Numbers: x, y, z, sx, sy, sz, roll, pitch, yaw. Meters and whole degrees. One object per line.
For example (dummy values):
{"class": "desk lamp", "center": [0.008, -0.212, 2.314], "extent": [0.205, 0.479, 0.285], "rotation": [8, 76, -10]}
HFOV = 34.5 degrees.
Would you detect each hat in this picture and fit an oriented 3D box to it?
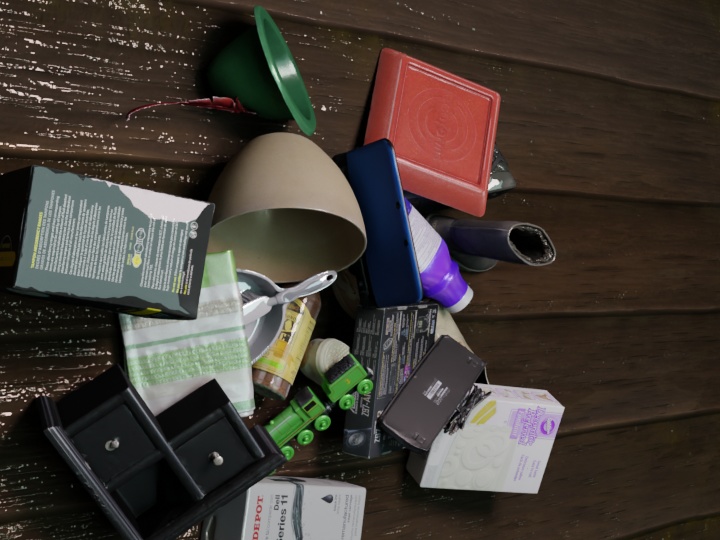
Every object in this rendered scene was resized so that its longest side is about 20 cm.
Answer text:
{"class": "hat", "center": [-0.172, -0.220, 1.427], "extent": [0.200, 0.176, 0.166], "rotation": [55, 16, -54]}

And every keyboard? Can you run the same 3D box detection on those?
{"class": "keyboard", "center": [0.104, 0.179, 1.567], "extent": [0.104, 0.040, 0.200], "rotation": [37, 48, 6]}

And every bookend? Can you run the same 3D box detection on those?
{"class": "bookend", "center": [-0.220, 0.181, 1.296], "extent": [0.200, 0.092, 0.199], "rotation": [-33, 115, -10]}

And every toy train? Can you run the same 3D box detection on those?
{"class": "toy train", "center": [-0.069, 0.182, 1.468], "extent": [0.200, 0.042, 0.056], "rotation": [-40, 126, -2]}

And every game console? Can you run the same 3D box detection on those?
{"class": "game console", "center": [0.045, -0.059, 1.454], "extent": [0.171, 0.118, 0.201], "rotation": [-13, 92, -61]}

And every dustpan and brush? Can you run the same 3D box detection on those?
{"class": "dustpan and brush", "center": [-0.123, 0.042, 1.423], "extent": [0.200, 0.057, 0.140], "rotation": [-27, 110, -24]}

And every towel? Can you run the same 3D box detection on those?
{"class": "towel", "center": [-0.208, 0.083, 1.366], "extent": [0.149, 0.031, 0.201], "rotation": [-8, 95, -16]}

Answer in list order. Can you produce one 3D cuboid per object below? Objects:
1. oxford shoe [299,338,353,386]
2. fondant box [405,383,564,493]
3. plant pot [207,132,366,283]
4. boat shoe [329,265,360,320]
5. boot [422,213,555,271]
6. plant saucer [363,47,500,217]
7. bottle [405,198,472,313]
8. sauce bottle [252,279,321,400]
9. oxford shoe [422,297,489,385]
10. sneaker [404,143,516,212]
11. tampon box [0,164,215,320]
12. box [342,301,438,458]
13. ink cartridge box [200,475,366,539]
{"class": "oxford shoe", "center": [-0.021, 0.141, 1.560], "extent": [0.200, 0.058, 0.075], "rotation": [42, 57, -52]}
{"class": "fondant box", "center": [0.180, 0.241, 1.674], "extent": [0.199, 0.058, 0.145], "rotation": [7, 107, -25]}
{"class": "plant pot", "center": [-0.096, -0.086, 1.408], "extent": [0.200, 0.200, 0.135], "rotation": [21, 55, -41]}
{"class": "boat shoe", "center": [0.000, 0.000, 1.561], "extent": [0.074, 0.069, 0.200], "rotation": [-49, 122, -31]}
{"class": "boot", "center": [0.199, -0.036, 1.655], "extent": [0.182, 0.200, 0.073], "rotation": [15, 80, -42]}
{"class": "plant saucer", "center": [0.109, -0.198, 1.617], "extent": [0.200, 0.037, 0.200], "rotation": [19, 69, -22]}
{"class": "bottle", "center": [0.080, -0.022, 1.620], "extent": [0.200, 0.065, 0.084], "rotation": [45, 59, -24]}
{"class": "sauce bottle", "center": [-0.090, 0.063, 1.486], "extent": [0.065, 0.065, 0.200], "rotation": [33, 67, -38]}
{"class": "oxford shoe", "center": [0.145, 0.123, 1.695], "extent": [0.071, 0.074, 0.200], "rotation": [-44, 119, -33]}
{"class": "sneaker", "center": [0.124, -0.149, 1.675], "extent": [0.199, 0.076, 0.115], "rotation": [-15, 80, -27]}
{"class": "tampon box", "center": [-0.282, -0.025, 1.226], "extent": [0.200, 0.150, 0.127], "rotation": [12, 83, -31]}
{"class": "box", "center": [0.043, 0.143, 1.568], "extent": [0.160, 0.043, 0.201], "rotation": [-2, 99, -60]}
{"class": "ink cartridge box", "center": [-0.098, 0.337, 1.470], "extent": [0.200, 0.083, 0.147], "rotation": [12, 83, -41]}
